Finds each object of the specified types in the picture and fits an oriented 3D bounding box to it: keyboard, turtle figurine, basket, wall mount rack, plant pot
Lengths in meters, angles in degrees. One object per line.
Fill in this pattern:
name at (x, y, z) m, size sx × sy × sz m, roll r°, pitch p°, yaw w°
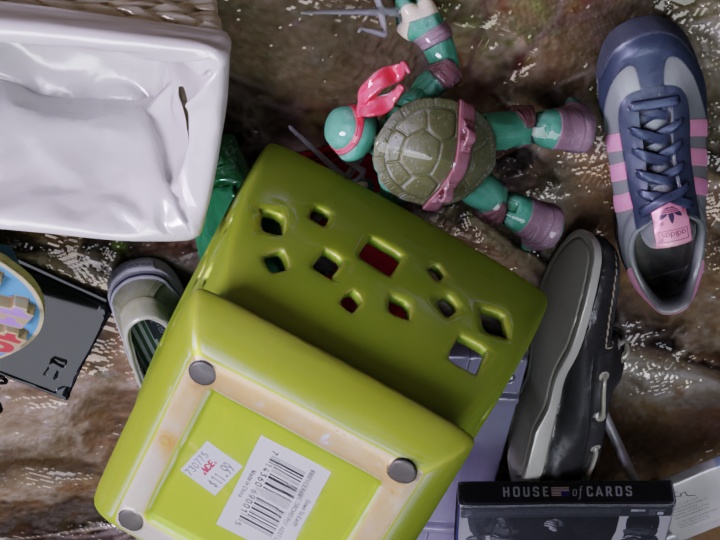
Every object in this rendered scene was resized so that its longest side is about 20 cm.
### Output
keyboard at (-0.273, 0.022, 1.173) m, size 0.199 × 0.040 × 0.104 m, roll 26°, pitch 100°, yaw -22°
turtle figurine at (0.040, -0.077, 1.069) m, size 0.199 × 0.101 × 0.150 m, roll 14°, pitch 119°, yaw -27°
basket at (-0.180, -0.110, 1.006) m, size 0.199 × 0.124 × 0.136 m, roll 5°, pitch 129°, yaw -11°
wall mount rack at (0.246, 0.118, 1.278) m, size 0.199 × 0.075 × 0.174 m, roll -24°, pitch 132°, yaw 14°
plant pot at (-0.030, 0.080, 1.029) m, size 0.198 × 0.182 × 0.200 m, roll 29°, pitch 123°, yaw -1°

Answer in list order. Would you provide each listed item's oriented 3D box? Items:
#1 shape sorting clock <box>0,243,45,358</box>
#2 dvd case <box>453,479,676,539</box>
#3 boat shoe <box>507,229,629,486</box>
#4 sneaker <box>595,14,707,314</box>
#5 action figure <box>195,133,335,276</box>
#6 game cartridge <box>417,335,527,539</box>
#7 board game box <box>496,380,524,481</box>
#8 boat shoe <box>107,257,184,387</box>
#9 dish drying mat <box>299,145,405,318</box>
shape sorting clock at (-0.289, 0.018, 1.064) m, size 0.199 × 0.039 × 0.200 m, roll -3°, pitch 155°, yaw -1°
dvd case at (0.141, 0.211, 1.294) m, size 0.150 × 0.025 × 0.200 m, roll -1°, pitch 144°, yaw 0°
boat shoe at (0.150, 0.064, 1.211) m, size 0.060 × 0.074 × 0.201 m, roll 3°, pitch 116°, yaw -14°
sneaker at (0.190, -0.061, 1.112) m, size 0.070 × 0.082 × 0.200 m, roll -12°, pitch 130°, yaw 4°
action figure at (-0.060, 0.003, 1.145) m, size 0.118 × 0.055 × 0.201 m, roll 3°, pitch 125°, yaw 39°
game cartridge at (0.036, 0.128, 1.259) m, size 0.129 × 0.038 × 0.201 m, roll 1°, pitch 128°, yaw -12°
board game box at (0.038, 0.128, 1.293) m, size 0.199 × 0.024 × 0.105 m, roll -3°, pitch 128°, yaw -3°
boat shoe at (-0.122, 0.081, 1.210) m, size 0.072 × 0.062 × 0.200 m, roll -19°, pitch 129°, yaw 10°
dish drying mat at (0.000, 0.000, 1.185) m, size 0.076 × 0.018 × 0.200 m, roll -15°, pitch 129°, yaw 4°
